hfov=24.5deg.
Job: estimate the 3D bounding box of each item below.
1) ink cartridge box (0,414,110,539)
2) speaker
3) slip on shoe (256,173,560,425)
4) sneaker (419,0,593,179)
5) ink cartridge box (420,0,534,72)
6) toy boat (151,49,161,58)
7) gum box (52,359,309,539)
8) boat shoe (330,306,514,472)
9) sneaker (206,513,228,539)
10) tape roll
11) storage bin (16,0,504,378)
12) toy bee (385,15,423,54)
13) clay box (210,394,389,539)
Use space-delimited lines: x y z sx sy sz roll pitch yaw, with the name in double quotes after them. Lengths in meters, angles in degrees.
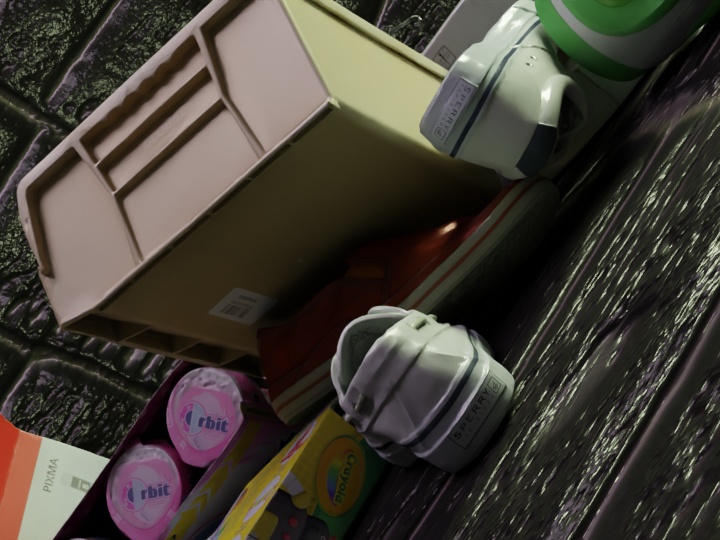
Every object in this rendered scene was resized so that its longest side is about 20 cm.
-0.208 0.186 1.097 0.047 0.200 0.162 -11 51 25 "ink cartridge box"
0.171 -0.188 0.825 0.200 0.088 0.089 -51 5 39 "speaker"
0.020 0.007 0.875 0.199 0.062 0.074 -37 -15 25 "slip on shoe"
0.085 -0.088 0.875 0.073 0.070 0.200 -58 -3 26 "sneaker"
0.112 -0.154 1.038 0.201 0.044 0.173 -52 -20 26 "ink cartridge box"
-0.096 -0.084 1.032 0.129 0.132 0.200 -4 -36 -39 "toy boat"
-0.110 0.149 1.048 0.201 0.066 0.113 -53 -30 9 "gum box"
0.021 0.043 0.756 0.074 0.067 0.200 -54 4 -9 "boat shoe"
-0.116 0.171 0.930 0.076 0.115 0.201 -50 5 33 "sneaker"
0.149 -0.137 1.016 0.204 0.037 0.203 -53 3 5 "tape roll"
-0.050 -0.040 0.905 0.198 0.094 0.199 -38 -28 19 "storage bin"
0.110 -0.142 1.208 0.199 0.109 0.131 -29 -12 -17 "toy bee"
-0.055 0.154 0.839 0.201 0.047 0.115 -54 5 -37 "clay box"
